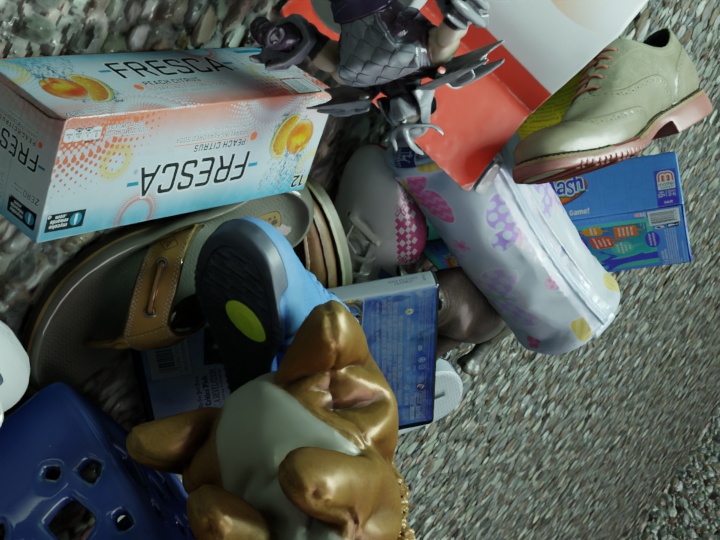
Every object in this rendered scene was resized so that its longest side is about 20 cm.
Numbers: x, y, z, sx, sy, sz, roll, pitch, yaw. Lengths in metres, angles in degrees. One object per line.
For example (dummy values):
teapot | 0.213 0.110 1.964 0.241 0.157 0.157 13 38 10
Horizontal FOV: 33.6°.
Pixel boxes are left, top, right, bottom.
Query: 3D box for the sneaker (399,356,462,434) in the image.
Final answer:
sneaker | -0.020 0.108 0.944 0.200 0.071 0.073 -14 120 -16

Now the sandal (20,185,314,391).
sandal | -0.106 0.011 0.697 0.200 0.055 0.082 -28 140 -17

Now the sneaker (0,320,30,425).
sneaker | -0.197 0.063 0.546 0.080 0.130 0.199 -53 154 -4

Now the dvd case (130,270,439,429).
dvd case | -0.046 0.071 0.797 0.200 0.018 0.143 -10 135 -9

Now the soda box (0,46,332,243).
soda box | -0.103 -0.072 0.623 0.200 0.064 0.068 -16 134 -52

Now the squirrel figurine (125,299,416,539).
squirrel figurine | -0.010 0.155 0.642 0.141 0.187 0.200 -30 145 1

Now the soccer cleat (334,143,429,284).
soccer cleat | 0.000 0.000 0.870 0.086 0.070 0.200 -39 150 -31

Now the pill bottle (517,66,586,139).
pill bottle | 0.126 -0.150 0.863 0.114 0.114 0.200 -47 152 -16

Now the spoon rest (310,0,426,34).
spoon rest | 0.021 -0.223 0.646 0.061 0.099 0.200 17 91 -46

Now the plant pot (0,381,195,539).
plant pot | -0.165 0.216 0.694 0.200 0.180 0.200 -42 150 -10

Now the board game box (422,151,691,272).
board game box | 0.154 -0.033 0.938 0.152 0.200 0.045 43 41 -67

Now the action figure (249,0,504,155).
action figure | -0.005 -0.148 0.591 0.200 0.130 0.069 68 25 -18

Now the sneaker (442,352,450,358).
sneaker | 0.014 0.094 1.023 0.200 0.074 0.080 -53 176 -7

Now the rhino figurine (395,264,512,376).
rhino figurine | 0.061 0.032 0.879 0.087 0.060 0.200 -54 154 19

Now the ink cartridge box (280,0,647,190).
ink cartridge box | 0.076 -0.175 0.709 0.200 0.162 0.050 -50 -168 -15

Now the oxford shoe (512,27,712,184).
oxford shoe | 0.154 -0.107 0.771 0.200 0.070 0.075 -28 100 -46

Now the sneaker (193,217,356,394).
sneaker | -0.042 0.025 0.697 0.078 0.066 0.200 -44 150 -25

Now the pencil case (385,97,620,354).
pencil case | 0.102 -0.033 0.813 0.200 0.091 0.083 53 58 -30

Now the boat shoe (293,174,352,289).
boat shoe | -0.055 0.028 0.808 0.068 0.072 0.200 -27 137 -33
